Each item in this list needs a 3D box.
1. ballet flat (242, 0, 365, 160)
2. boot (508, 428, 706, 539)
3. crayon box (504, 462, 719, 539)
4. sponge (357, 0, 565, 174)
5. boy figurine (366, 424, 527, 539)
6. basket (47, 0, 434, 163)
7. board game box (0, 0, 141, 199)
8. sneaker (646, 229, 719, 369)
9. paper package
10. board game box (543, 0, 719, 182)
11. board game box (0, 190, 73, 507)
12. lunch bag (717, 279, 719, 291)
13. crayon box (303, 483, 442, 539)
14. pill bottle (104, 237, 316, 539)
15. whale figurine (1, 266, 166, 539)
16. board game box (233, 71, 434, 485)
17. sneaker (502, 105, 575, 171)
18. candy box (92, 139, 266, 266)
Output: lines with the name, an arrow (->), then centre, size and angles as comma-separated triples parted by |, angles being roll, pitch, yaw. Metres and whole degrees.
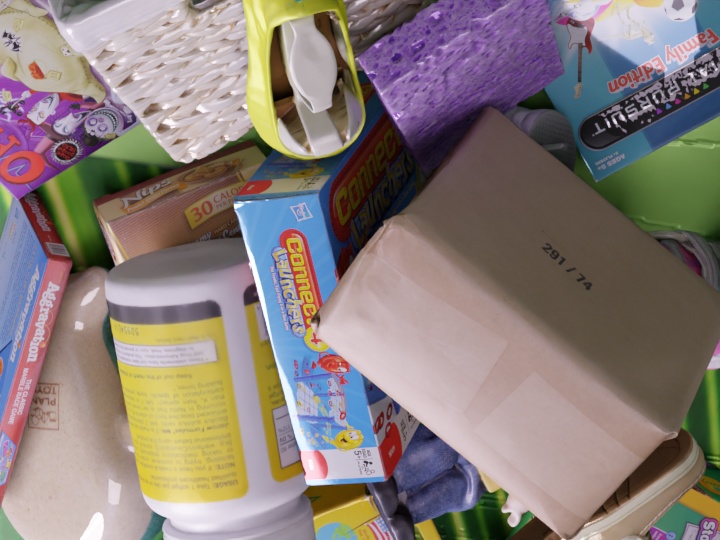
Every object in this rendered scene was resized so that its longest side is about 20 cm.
ballet flat -> -0.029, -0.104, 1.271 | 0.067, 0.067, 0.200 | -20, 148, -7
boot -> 0.191, 0.210, 1.557 | 0.155, 0.072, 0.200 | 41, 111, -16
crayon box -> 0.167, 0.210, 1.626 | 0.119, 0.058, 0.200 | 28, 109, -14
sponge -> 0.064, -0.120, 1.356 | 0.111, 0.200, 0.030 | -35, 76, 1
boy figurine -> 0.100, 0.118, 1.549 | 0.200, 0.064, 0.125 | -24, 120, -6
basket -> -0.078, -0.203, 1.336 | 0.198, 0.200, 0.161 | -26, 142, 8
board game box -> -0.224, -0.139, 1.434 | 0.120, 0.032, 0.200 | -28, 134, 13
sneaker -> 0.211, 0.017, 1.494 | 0.200, 0.081, 0.088 | -16, 153, -30
paper package -> 0.099, 0.025, 1.345 | 0.200, 0.191, 0.104 | 39, 122, 0
board game box -> 0.169, -0.179, 1.464 | 0.151, 0.047, 0.200 | -28, 112, 9
board game box -> -0.235, 0.058, 1.515 | 0.019, 0.103, 0.200 | 9, 114, -25
lunch bag -> 0.327, 0.012, 1.464 | 0.170, 0.200, 0.122 | 39, 141, -16
crayon box -> -0.032, 0.222, 1.625 | 0.200, 0.051, 0.127 | -22, 112, 7
pill bottle -> -0.089, 0.089, 1.438 | 0.114, 0.114, 0.201 | -8, 102, 1
whale figurine -> -0.178, 0.094, 1.545 | 0.159, 0.104, 0.201 | -1, 95, 37
board game box -> 0.000, 0.000, 1.448 | 0.056, 0.200, 0.196 | -4, 116, 21
sneaker -> 0.103, -0.031, 1.521 | 0.080, 0.070, 0.201 | 17, 135, 32
candy box -> -0.090, 0.028, 1.524 | 0.115, 0.055, 0.200 | -22, 114, -9
